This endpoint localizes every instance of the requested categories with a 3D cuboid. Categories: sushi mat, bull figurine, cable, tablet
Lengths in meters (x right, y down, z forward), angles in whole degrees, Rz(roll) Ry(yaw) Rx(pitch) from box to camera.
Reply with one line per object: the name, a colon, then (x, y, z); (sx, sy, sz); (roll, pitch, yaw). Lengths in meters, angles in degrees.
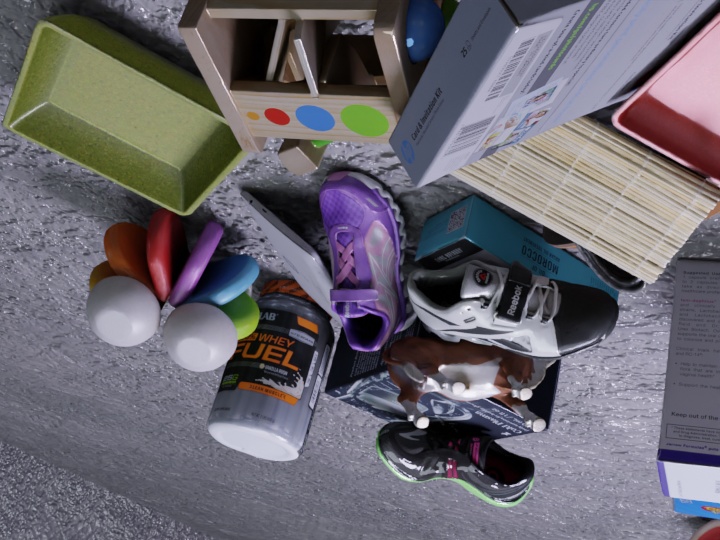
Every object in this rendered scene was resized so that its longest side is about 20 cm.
sushi mat: (0.150, -0.071, 0.647); (0.199, 0.012, 0.096); (30, 133, 8)
bull figurine: (0.123, 0.103, 0.878); (0.199, 0.122, 0.065); (-1, 114, -7)
cable: (0.147, -0.059, 0.685); (0.097, 0.050, 0.201); (-23, 99, 44)
tablet: (-0.060, 0.001, 0.970); (0.130, 0.014, 0.200); (40, 167, 33)

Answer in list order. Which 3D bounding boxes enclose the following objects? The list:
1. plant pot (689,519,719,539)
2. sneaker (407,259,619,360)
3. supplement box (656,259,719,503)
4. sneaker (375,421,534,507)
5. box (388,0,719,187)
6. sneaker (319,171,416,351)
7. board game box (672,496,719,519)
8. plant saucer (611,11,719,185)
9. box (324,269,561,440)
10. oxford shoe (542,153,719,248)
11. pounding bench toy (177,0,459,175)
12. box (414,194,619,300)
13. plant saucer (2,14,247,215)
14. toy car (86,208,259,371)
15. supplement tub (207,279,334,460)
plant pot: (0.639, 0.511, 1.447); (0.177, 0.201, 0.200); (38, 147, -22)
sneaker: (0.132, 0.031, 0.812); (0.199, 0.074, 0.089); (0, 151, 28)
supplement box: (0.334, 0.101, 0.807); (0.103, 0.201, 0.101); (2, 151, 24)
sneaker: (0.114, 0.214, 1.036); (0.199, 0.077, 0.084); (17, 137, -10)
box: (0.126, -0.133, 0.513); (0.199, 0.041, 0.156); (-24, 165, -23)
sneaker: (0.000, 0.000, 0.877); (0.080, 0.089, 0.201); (4, 127, 31)
board game box: (0.414, 0.147, 0.854); (0.199, 0.197, 0.056); (3, 150, 23)
plant saucer: (0.298, -0.122, 0.553); (0.199, 0.037, 0.200); (25, 141, -15)
box: (0.097, 0.113, 1.050); (0.199, 0.125, 0.196); (27, 153, -21)
oxford shoe: (0.236, -0.053, 0.718); (0.071, 0.072, 0.200); (27, 151, -31)
pounding bench toy: (-0.002, -0.142, 0.615); (0.155, 0.125, 0.200); (6, 152, 18)
box: (0.159, 0.003, 0.883); (0.199, 0.049, 0.082); (29, 151, -23)
plant saucer: (-0.209, -0.145, 0.810); (0.199, 0.048, 0.200); (27, 152, -20)
toy car: (-0.204, 0.006, 1.006); (0.199, 0.175, 0.151); (19, 117, -6)
supplement tub: (-0.103, 0.121, 1.085); (0.122, 0.201, 0.123); (12, 153, 6)
